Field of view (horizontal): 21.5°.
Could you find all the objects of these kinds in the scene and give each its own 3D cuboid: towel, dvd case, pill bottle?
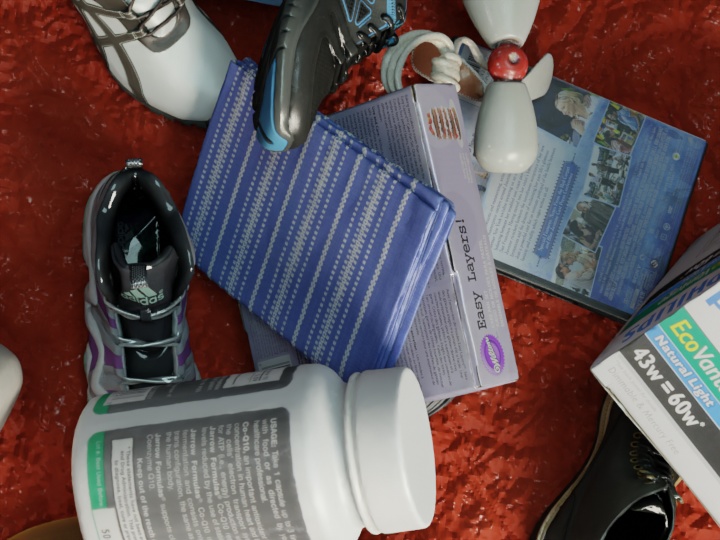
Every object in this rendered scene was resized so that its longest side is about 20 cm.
[{"bbox_3d":[-0.033,-0.028,1.186,0.024,0.200,0.146,-7,126,-47],"label":"towel"},{"bbox_3d":[0.130,-0.060,1.311,0.198,0.018,0.144,22,80,-8],"label":"dvd case"},{"bbox_3d":[-0.061,0.117,1.125,0.198,0.113,0.114,-8,84,13],"label":"pill bottle"}]

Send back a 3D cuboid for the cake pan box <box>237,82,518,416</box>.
[{"bbox_3d":[0.000,0.000,1.203,0.052,0.183,0.202,-7,81,-48],"label":"cake pan box"}]

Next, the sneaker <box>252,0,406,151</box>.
[{"bbox_3d":[-0.011,-0.154,1.163,0.081,0.073,0.202,22,61,-9],"label":"sneaker"}]

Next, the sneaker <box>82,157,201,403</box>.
[{"bbox_3d":[-0.138,0.028,1.187,0.077,0.140,0.202,-10,84,-12],"label":"sneaker"}]

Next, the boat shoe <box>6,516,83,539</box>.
[{"bbox_3d":[-0.132,0.196,1.206,0.198,0.071,0.071,-5,124,-5],"label":"boat shoe"}]

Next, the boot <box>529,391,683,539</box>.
[{"bbox_3d":[0.196,0.125,1.239,0.077,0.138,0.201,30,78,-5],"label":"boot"}]

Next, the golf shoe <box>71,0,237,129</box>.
[{"bbox_3d":[-0.148,-0.176,1.236,0.078,0.094,0.200,-45,94,-13],"label":"golf shoe"}]

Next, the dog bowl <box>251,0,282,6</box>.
[{"bbox_3d":[-0.063,-0.228,1.237,0.199,0.049,0.113,4,75,-42],"label":"dog bowl"}]

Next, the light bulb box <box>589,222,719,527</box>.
[{"bbox_3d":[0.283,0.067,1.222,0.199,0.125,0.200,51,39,0],"label":"light bulb box"}]

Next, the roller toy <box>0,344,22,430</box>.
[{"bbox_3d":[-0.299,0.097,1.128,0.139,0.182,0.201,31,79,-4],"label":"roller toy"}]

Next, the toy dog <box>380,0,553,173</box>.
[{"bbox_3d":[0.083,-0.167,1.275,0.131,0.096,0.202,25,76,-14],"label":"toy dog"}]
